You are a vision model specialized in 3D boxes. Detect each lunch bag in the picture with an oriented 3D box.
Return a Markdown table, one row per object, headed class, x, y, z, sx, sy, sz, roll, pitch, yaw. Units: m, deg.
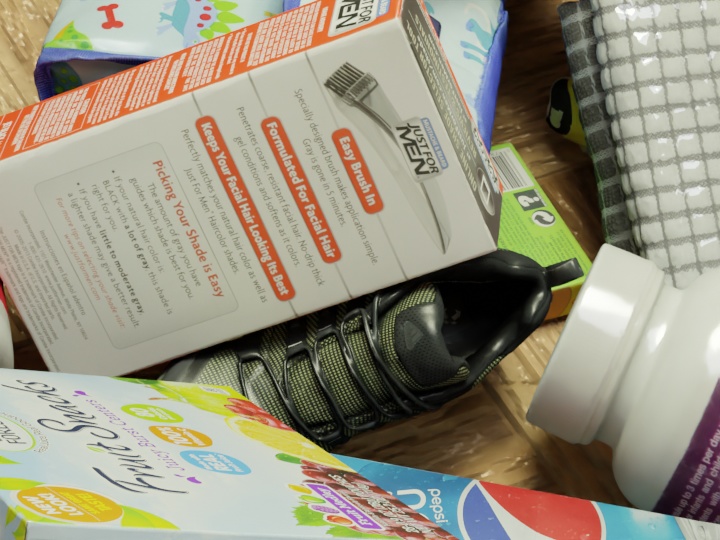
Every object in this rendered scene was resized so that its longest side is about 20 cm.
| class | x | y | z | sx | sy | sz | roll | pitch | yaw |
| --- | --- | --- | --- | --- | --- | --- | --- | --- | --- |
| lunch bag | -0.036 | -0.090 | 1.252 | 0.200 | 0.128 | 0.170 | 7 | 35 | 3 |

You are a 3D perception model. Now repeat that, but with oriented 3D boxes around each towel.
| class | x | y | z | sx | sy | sz | roll | pitch | yaw |
| --- | --- | --- | --- | --- | --- | --- | --- | --- | --- |
| towel | 0.201 | -0.063 | 1.273 | 0.200 | 0.086 | 0.166 | -10 | 84 | -17 |

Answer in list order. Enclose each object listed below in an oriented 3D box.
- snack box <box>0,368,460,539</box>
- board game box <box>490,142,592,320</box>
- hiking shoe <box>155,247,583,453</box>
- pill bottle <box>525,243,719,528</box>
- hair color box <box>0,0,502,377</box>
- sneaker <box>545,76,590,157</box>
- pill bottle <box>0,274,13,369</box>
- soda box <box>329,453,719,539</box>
| class | x | y | z | sx | sy | sz | roll | pitch | yaw |
| --- | --- | --- | --- | --- | --- | --- | --- | --- | --- |
| snack box | -0.084 | 0.092 | 1.003 | 0.168 | 0.068 | 0.200 | 6 | 10 | -28 |
| board game box | 0.000 | 0.000 | 1.262 | 0.200 | 0.030 | 0.096 | -12 | 49 | -23 |
| hiking shoe | -0.005 | 0.035 | 1.160 | 0.200 | 0.101 | 0.076 | -29 | 89 | -24 |
| pill bottle | 0.175 | 0.066 | 1.158 | 0.200 | 0.112 | 0.112 | 24 | 47 | 4 |
| hair color box | -0.053 | -0.035 | 1.149 | 0.200 | 0.111 | 0.064 | -18 | 24 | 15 |
| sneaker | 0.152 | -0.129 | 1.377 | 0.076 | 0.075 | 0.200 | 20 | 46 | 8 |
| pill bottle | -0.215 | -0.024 | 1.189 | 0.112 | 0.112 | 0.200 | -4 | 48 | -13 |
| soda box | 0.065 | 0.132 | 1.120 | 0.200 | 0.068 | 0.064 | 10 | 46 | 0 |
